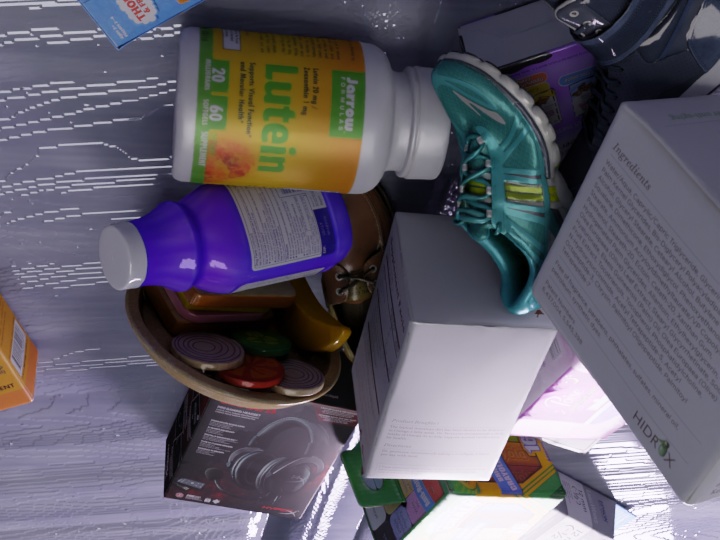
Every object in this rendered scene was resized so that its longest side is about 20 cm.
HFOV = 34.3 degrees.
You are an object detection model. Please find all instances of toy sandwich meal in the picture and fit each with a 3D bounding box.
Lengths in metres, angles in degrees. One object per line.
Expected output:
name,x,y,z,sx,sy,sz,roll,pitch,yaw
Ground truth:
toy sandwich meal,-0.097,0.027,0.937,0.203,0.206,0.071,15,118,-20

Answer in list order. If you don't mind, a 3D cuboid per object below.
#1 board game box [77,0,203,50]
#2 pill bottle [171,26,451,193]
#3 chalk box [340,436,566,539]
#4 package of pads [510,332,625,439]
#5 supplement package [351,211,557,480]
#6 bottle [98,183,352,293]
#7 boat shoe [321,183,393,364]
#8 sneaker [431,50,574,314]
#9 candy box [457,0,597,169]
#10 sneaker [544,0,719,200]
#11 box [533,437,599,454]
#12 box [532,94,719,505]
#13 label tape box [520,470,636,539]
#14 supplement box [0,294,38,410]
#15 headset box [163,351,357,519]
board game box,-0.124,-0.253,0.771,0.198,0.037,0.152,-25,132,15
pill bottle,-0.037,-0.115,0.862,0.197,0.112,0.112,3,134,-10
chalk box,0.075,0.198,1.141,0.198,0.126,0.124,9,134,-37
package of pads,0.192,0.079,0.989,0.119,0.077,0.200,3,152,-15
supplement package,0.068,0.066,0.954,0.115,0.118,0.201,4,136,-11
bottle,-0.100,-0.026,0.885,0.198,0.085,0.065,-14,169,-39
boat shoe,0.000,0.000,1.008,0.071,0.069,0.201,-9,134,2
sneaker,0.100,-0.060,0.826,0.079,0.077,0.202,-36,111,-22
candy box,0.182,-0.118,0.917,0.166,0.072,0.201,-16,133,8
sneaker,0.159,-0.138,0.793,0.145,0.077,0.203,20,127,-24
box,0.226,0.085,1.125,0.115,0.061,0.201,18,128,-23
box,0.260,0.008,0.766,0.197,0.201,0.172,-9,139,-30
label tape box,0.209,0.304,1.332,0.199,0.067,0.143,31,123,-30
supplement box,-0.347,0.036,0.999,0.066,0.069,0.201,-15,132,4
headset box,-0.093,0.145,1.130,0.147,0.078,0.201,13,132,-19
